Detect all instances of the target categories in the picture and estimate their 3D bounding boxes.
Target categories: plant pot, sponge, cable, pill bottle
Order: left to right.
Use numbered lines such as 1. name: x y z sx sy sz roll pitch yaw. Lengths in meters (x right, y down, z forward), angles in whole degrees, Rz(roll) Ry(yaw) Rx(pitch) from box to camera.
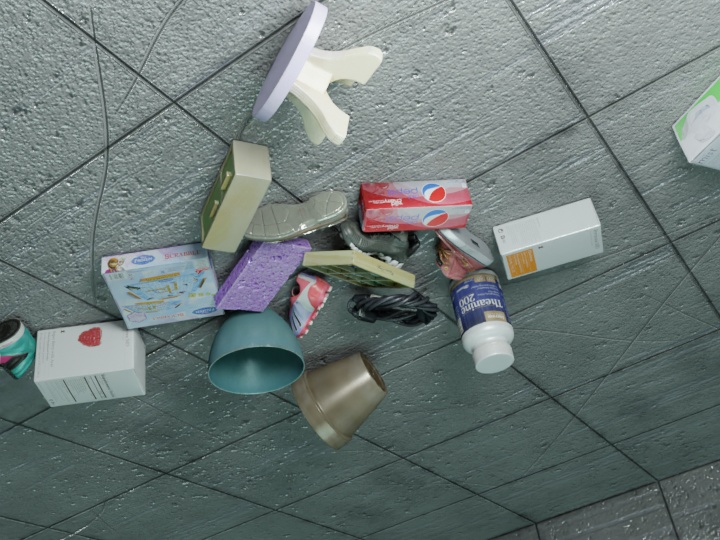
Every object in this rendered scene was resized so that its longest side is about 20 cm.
1. plant pot: -0.221 0.151 1.808 0.198 0.136 0.201 -7 146 -5
2. sponge: -0.191 0.007 1.671 0.111 0.030 0.200 7 135 -40
3. plant pot: -0.037 0.289 2.032 0.173 0.201 0.200 -35 142 6
4. cable: 0.082 0.075 1.800 0.162 0.051 0.199 -17 155 40
5. pill bottle: 0.257 0.106 1.811 0.110 0.202 0.111 -7 146 -5

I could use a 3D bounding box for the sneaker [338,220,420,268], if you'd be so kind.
1. sneaker: 0.042 -0.065 1.630 0.090 0.067 0.199 -36 145 26

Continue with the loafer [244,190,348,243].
1. loafer: -0.116 -0.085 1.560 0.198 0.073 0.063 -15 153 2

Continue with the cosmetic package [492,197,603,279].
1. cosmetic package: 0.372 -0.061 1.717 0.198 0.072 0.102 -17 145 9

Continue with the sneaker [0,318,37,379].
1. sneaker: -0.740 0.176 1.761 0.198 0.084 0.121 -19 135 11

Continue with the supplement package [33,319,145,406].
1. supplement package: -0.553 0.190 1.789 0.198 0.122 0.120 -7 145 -5

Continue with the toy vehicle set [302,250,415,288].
1. toy vehicle set: 0.000 0.000 1.675 0.123 0.027 0.199 -1 166 39

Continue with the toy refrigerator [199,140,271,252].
1. toy refrigerator: -0.218 -0.122 1.470 0.069 0.077 0.200 8 142 -25

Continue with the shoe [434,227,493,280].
1. shoe: 0.177 -0.040 1.694 0.091 0.072 0.200 -33 144 21

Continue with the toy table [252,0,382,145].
1. toy table: -0.062 -0.269 1.228 0.116 0.185 0.200 25 147 -19

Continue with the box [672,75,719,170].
1. box: 0.674 -0.264 1.482 0.175 0.098 0.200 8 142 -23

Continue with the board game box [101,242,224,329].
1. board game box: -0.377 0.032 1.679 0.198 0.041 0.200 -8 145 -4

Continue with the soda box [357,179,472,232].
1. soda box: 0.097 -0.117 1.571 0.198 0.064 0.070 -4 145 -10

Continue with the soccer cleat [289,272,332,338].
1. soccer cleat: -0.120 0.071 1.799 0.076 0.067 0.200 31 143 -2
